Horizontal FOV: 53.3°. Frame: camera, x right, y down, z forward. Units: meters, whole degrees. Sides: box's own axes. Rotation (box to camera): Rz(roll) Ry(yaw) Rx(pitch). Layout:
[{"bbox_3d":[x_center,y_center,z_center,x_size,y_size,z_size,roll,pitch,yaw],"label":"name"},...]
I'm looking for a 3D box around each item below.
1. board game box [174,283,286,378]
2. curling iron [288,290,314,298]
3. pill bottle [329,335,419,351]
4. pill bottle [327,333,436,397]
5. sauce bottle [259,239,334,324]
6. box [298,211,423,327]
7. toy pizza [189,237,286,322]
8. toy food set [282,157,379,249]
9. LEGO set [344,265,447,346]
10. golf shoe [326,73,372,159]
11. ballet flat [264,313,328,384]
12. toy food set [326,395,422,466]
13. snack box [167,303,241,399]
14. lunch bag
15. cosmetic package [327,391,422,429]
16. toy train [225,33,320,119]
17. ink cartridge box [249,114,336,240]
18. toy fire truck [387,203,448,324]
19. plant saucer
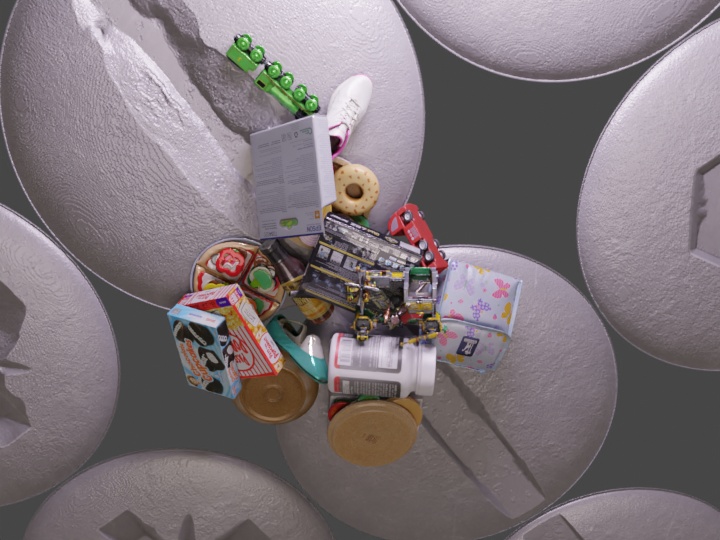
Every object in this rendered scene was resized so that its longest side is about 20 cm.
[{"bbox_3d":[-0.260,0.128,1.446,0.151,0.046,0.201,-12,119,35],"label":"board game box"},{"bbox_3d":[-0.054,0.055,1.441,0.199,0.025,0.050,9,86,-37],"label":"curling iron"},{"bbox_3d":[0.035,0.193,1.497,0.198,0.114,0.115,1,113,-4],"label":"pill bottle"},{"bbox_3d":[0.042,0.183,1.371,0.198,0.114,0.115,4,113,4],"label":"pill bottle"},{"bbox_3d":[-0.130,0.020,1.440,0.066,0.066,0.200,-33,116,10],"label":"sauce bottle"},{"bbox_3d":[0.000,0.000,1.367,0.198,0.049,0.162,21,109,-2],"label":"box"},{"bbox_3d":[-0.248,0.031,1.460,0.198,0.032,0.202,-1,113,-3],"label":"toy pizza"},{"bbox_3d":[-0.072,-0.124,1.389,0.198,0.049,0.199,15,111,-11],"label":"toy food set"},{"bbox_3d":[0.065,0.070,1.298,0.198,0.116,0.155,8,112,2],"label":"LEGO set"},{"bbox_3d":[-0.032,-0.265,1.297,0.075,0.091,0.201,34,88,-28],"label":"golf shoe"},{"bbox_3d":[-0.122,0.149,1.450,0.067,0.200,0.071,17,104,-54],"label":"ballet flat"},{"bbox_3d":[0.023,0.335,1.507,0.196,0.049,0.201,9,124,-9],"label":"toy food set"},{"bbox_3d":[-0.311,0.165,1.444,0.115,0.037,0.201,13,131,22],"label":"snack box"},{"bbox_3d":[0.217,0.094,1.440,0.168,0.127,0.202,17,86,-10],"label":"lunch bag"},{"bbox_3d":[0.029,0.292,1.563,0.198,0.085,0.109,2,118,-3],"label":"cosmetic package"},{"bbox_3d":[-0.158,-0.346,1.302,0.200,0.042,0.056,40,115,-18],"label":"toy train"},{"bbox_3d":[-0.121,-0.160,1.282,0.043,0.195,0.202,-10,95,-42],"label":"ink cartridge box"},{"bbox_3d":[0.097,-0.013,1.414,0.141,0.049,0.201,-38,70,35],"label":"toy fire truck"},{"bbox_3d":[-0.189,0.260,1.562,0.198,0.036,0.202,-2,113,-4],"label":"plant saucer"}]
